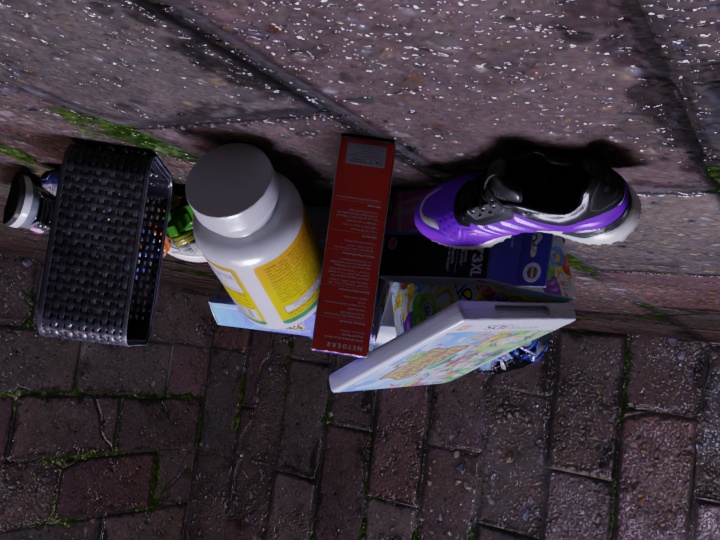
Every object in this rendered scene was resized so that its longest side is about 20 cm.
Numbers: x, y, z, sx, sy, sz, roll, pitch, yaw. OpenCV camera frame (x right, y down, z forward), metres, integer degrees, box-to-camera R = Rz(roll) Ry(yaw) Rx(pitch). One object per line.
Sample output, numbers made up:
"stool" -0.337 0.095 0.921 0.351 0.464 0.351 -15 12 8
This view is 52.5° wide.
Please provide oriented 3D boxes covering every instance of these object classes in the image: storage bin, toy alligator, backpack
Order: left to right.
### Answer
"storage bin" -0.275 -0.023 0.802 0.092 0.203 0.135 8 174 -5
"toy alligator" -0.238 -0.079 0.971 0.054 0.060 0.200 -25 -161 -11
"backpack" 0.207 0.067 1.167 0.133 0.185 0.199 -15 160 24

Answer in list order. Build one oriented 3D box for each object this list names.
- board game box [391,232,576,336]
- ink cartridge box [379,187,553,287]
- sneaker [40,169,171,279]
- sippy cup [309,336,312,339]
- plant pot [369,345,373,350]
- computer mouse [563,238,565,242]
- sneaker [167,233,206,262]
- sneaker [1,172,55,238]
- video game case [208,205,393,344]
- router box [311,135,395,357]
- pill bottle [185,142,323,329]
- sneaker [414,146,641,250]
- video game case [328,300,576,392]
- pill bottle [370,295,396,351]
"board game box" 0.129 0.022 0.823 0.104 0.104 0.200 10 148 -25
"ink cartridge box" 0.099 -0.035 0.731 0.198 0.096 0.037 2 168 44
"sneaker" -0.334 -0.059 0.954 0.075 0.079 0.200 -3 144 41
"sippy cup" -0.070 0.024 1.062 0.140 0.131 0.177 -48 165 28
"plant pot" 0.083 0.054 1.267 0.197 0.136 0.200 2 -167 0
"computer mouse" 0.151 -0.035 0.901 0.198 0.047 0.139 13 170 -42
"sneaker" -0.196 -0.057 1.057 0.197 0.079 0.082 -1 171 -7
"sneaker" -0.433 -0.079 1.025 0.120 0.085 0.199 16 178 -28
"video game case" -0.057 -0.003 0.885 0.197 0.182 0.046 6 135 15
"router box" -0.009 -0.011 0.695 0.048 0.182 0.200 8 174 -1
"pill bottle" -0.103 -0.032 0.740 0.111 0.114 0.201 6 151 15
"sneaker" 0.120 -0.066 0.606 0.198 0.071 0.099 -2 163 36
"video game case" 0.094 0.081 0.752 0.180 0.022 0.199 3 153 -42
"pill bottle" 0.062 0.056 1.122 0.109 0.203 0.111 6 174 1
